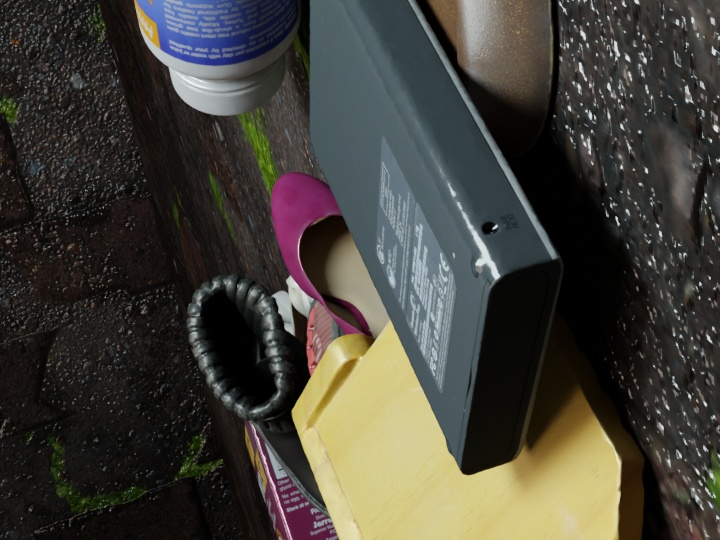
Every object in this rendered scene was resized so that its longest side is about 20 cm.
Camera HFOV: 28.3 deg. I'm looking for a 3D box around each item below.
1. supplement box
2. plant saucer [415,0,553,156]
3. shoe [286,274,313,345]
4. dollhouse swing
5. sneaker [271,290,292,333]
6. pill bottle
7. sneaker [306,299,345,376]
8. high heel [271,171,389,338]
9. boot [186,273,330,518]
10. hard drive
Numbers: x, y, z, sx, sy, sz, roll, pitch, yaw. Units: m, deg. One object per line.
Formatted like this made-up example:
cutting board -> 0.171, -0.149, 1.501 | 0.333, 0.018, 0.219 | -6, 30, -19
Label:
supplement box -> -0.021, 0.208, 1.207 | 0.131, 0.102, 0.202 | 98, 153, -69
plant saucer -> 0.027, -0.143, 0.610 | 0.200, 0.032, 0.203 | 163, 91, -79
shoe -> -0.028, 0.037, 1.101 | 0.201, 0.053, 0.071 | 92, 158, -60
dollhouse swing -> 0.084, 0.108, 0.705 | 0.181, 0.176, 0.201 | 22, -147, -46
sneaker -> -0.084, 0.081, 1.333 | 0.200, 0.098, 0.076 | -142, 37, -69
pill bottle -> -0.094, -0.195, 0.917 | 0.201, 0.111, 0.113 | 90, 159, -55
sneaker -> 0.014, 0.085, 0.936 | 0.098, 0.070, 0.203 | 122, 142, -54
high heel -> 0.000, 0.000, 0.866 | 0.201, 0.067, 0.096 | 51, 171, 24
boot -> -0.042, 0.102, 1.031 | 0.211, 0.079, 0.158 | 43, 170, 9
hard drive -> 0.023, -0.033, 0.613 | 0.140, 0.032, 0.202 | 93, 158, -52
